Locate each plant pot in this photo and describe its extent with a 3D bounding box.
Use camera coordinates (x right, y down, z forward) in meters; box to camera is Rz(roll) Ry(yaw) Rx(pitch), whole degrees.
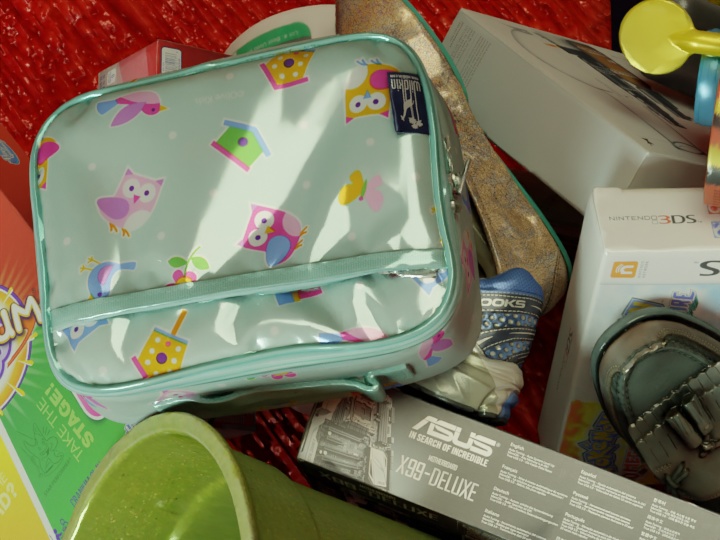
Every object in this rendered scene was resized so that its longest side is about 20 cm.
[{"bbox_3d":[-0.019,0.177,0.935,0.190,0.200,0.200,13,53,-31],"label":"plant pot"}]

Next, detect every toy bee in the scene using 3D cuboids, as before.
[{"bbox_3d":[0.188,-0.118,0.995,0.131,0.109,0.200,-4,32,-5],"label":"toy bee"}]

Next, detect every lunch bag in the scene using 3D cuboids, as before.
[{"bbox_3d":[-0.044,-0.014,0.931,0.200,0.077,0.161,-11,65,9],"label":"lunch bag"}]

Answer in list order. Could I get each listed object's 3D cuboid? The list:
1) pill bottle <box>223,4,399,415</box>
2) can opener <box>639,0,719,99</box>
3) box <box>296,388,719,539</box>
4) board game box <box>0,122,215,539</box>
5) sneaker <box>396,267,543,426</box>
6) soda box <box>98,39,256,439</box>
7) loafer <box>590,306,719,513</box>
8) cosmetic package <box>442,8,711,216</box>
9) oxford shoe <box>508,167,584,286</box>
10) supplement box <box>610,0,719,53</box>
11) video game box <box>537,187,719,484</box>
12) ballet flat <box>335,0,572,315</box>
[{"bbox_3d":[-0.011,-0.031,1.112,0.113,0.113,0.200,-5,63,-8],"label":"pill bottle"},{"bbox_3d":[0.220,-0.100,1.159,0.200,0.067,0.053,18,78,-36],"label":"can opener"},{"bbox_3d":[0.073,0.116,1.001,0.200,0.158,0.050,21,78,9],"label":"box"},{"bbox_3d":[-0.174,0.049,1.035,0.200,0.153,0.040,48,27,23],"label":"board game box"},{"bbox_3d":[0.000,0.000,0.996,0.200,0.077,0.085,25,82,20],"label":"sneaker"},{"bbox_3d":[-0.096,-0.012,1.076,0.063,0.070,0.201,9,73,-34],"label":"soda box"},{"bbox_3d":[0.178,0.093,1.005,0.072,0.200,0.063,-35,41,7],"label":"loafer"},{"bbox_3d":[0.151,-0.067,1.102,0.200,0.052,0.151,8,29,-46],"label":"cosmetic package"},{"bbox_3d":[0.142,-0.022,1.149,0.200,0.071,0.074,12,55,3],"label":"oxford shoe"},{"bbox_3d":[0.254,-0.169,1.226,0.199,0.109,0.110,5,58,-2],"label":"supplement box"},{"bbox_3d":[0.191,0.035,1.037,0.182,0.200,0.047,0,51,-4],"label":"video game box"},{"bbox_3d":[0.030,-0.059,1.037,0.067,0.068,0.200,-30,82,-29],"label":"ballet flat"}]
